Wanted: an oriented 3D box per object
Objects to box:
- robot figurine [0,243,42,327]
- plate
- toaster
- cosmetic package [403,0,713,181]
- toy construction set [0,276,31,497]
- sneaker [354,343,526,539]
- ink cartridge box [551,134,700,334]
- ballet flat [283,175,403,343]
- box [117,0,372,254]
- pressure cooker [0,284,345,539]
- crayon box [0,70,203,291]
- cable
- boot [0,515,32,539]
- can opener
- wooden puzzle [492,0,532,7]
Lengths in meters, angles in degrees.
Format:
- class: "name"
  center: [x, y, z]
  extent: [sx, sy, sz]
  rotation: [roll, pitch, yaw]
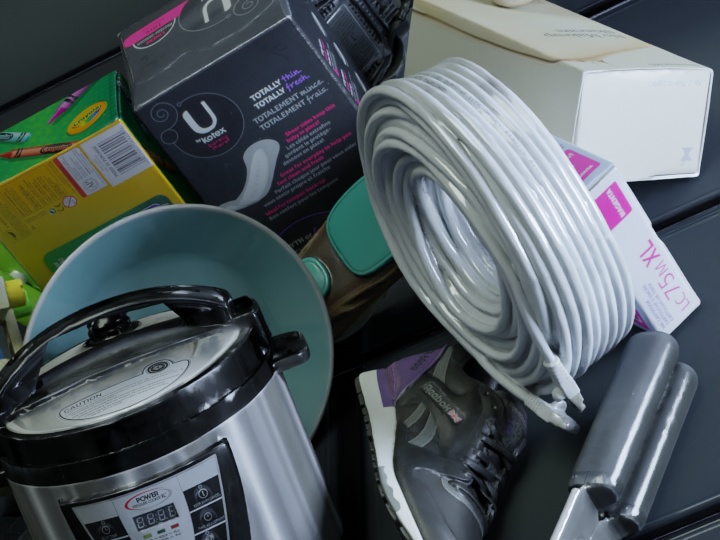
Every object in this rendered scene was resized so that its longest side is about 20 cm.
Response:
- class: "robot figurine"
  center: [-0.202, -0.033, 1.975]
  extent: [0.200, 0.116, 0.176]
  rotation: [-11, 36, 34]
- class: "plate"
  center: [-0.113, 0.057, 1.721]
  extent: [0.200, 0.200, 0.026]
  rotation: [-43, 22, -10]
- class: "toaster"
  center: [-0.056, -0.149, 1.987]
  extent: [0.200, 0.114, 0.129]
  rotation: [-51, 34, -17]
- class: "cosmetic package"
  center: [0.121, -0.118, 1.784]
  extent: [0.103, 0.073, 0.200]
  rotation: [-4, 19, -32]
- class: "toy construction set"
  center: [-0.240, 0.075, 1.846]
  extent: [0.092, 0.200, 0.131]
  rotation: [-18, 70, -1]
- class: "sneaker"
  center: [0.056, 0.105, 1.621]
  extent: [0.087, 0.076, 0.200]
  rotation: [-25, 35, 7]
- class: "ink cartridge box"
  center: [0.111, -0.038, 1.696]
  extent: [0.042, 0.119, 0.200]
  rotation: [-42, 34, -10]
- class: "ballet flat"
  center: [0.000, 0.000, 1.772]
  extent: [0.200, 0.072, 0.068]
  rotation: [-47, 57, 21]
- class: "box"
  center: [-0.052, -0.090, 1.833]
  extent: [0.122, 0.200, 0.106]
  rotation: [-30, 35, 9]
- class: "pressure cooker"
  center: [-0.118, 0.110, 1.623]
  extent: [0.178, 0.200, 0.176]
  rotation: [-4, 24, 42]
- class: "crayon box"
  center: [-0.154, -0.022, 1.843]
  extent: [0.119, 0.200, 0.058]
  rotation: [-26, 36, 15]
- class: "cable"
  center: [0.075, -0.026, 1.606]
  extent: [0.069, 0.200, 0.200]
  rotation: [-30, 34, -17]
- class: "boot"
  center: [-0.208, 0.158, 1.786]
  extent: [0.168, 0.077, 0.200]
  rotation: [-7, 33, 48]
- class: "can opener"
  center: [0.124, 0.121, 1.555]
  extent: [0.067, 0.053, 0.200]
  rotation: [-6, 44, 37]
- class: "wooden puzzle"
  center: [0.185, -0.242, 1.873]
  extent: [0.200, 0.046, 0.185]
  rotation: [-22, 8, 18]
